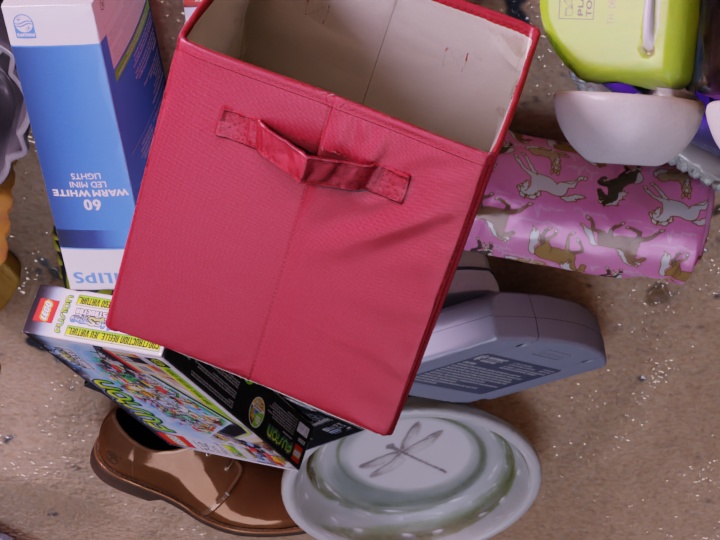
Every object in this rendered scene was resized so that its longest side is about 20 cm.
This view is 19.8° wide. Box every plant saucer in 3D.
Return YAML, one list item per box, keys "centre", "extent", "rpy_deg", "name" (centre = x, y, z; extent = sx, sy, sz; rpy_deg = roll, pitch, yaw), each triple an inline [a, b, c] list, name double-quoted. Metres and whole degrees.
- centre: [0.038, 0.147, 1.575]
  extent: [0.198, 0.051, 0.201]
  rpy_deg: [-2, 141, -1]
  name: "plant saucer"

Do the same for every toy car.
- centre: [0.203, -0.144, 1.140]
  extent: [0.198, 0.177, 0.150]
  rpy_deg: [5, -175, 27]
  name: "toy car"

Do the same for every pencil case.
- centre: [0.122, -0.046, 1.306]
  extent: [0.198, 0.087, 0.084]
  rpy_deg: [9, 107, 1]
  name: "pencil case"

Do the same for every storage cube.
- centre: [-0.019, -0.050, 1.115]
  extent: [0.170, 0.200, 0.181]
  rpy_deg: [20, 121, 3]
  name: "storage cube"

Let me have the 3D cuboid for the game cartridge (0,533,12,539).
- centre: [-0.393, 0.242, 1.783]
  extent: [0.199, 0.042, 0.133]
  rpy_deg: [28, 133, -22]
  name: "game cartridge"

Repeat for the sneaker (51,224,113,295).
- centre: [-0.179, -0.015, 1.427]
  extent: [0.084, 0.075, 0.200]
  rpy_deg: [28, 128, -13]
  name: "sneaker"

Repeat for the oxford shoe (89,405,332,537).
- centre: [-0.110, 0.154, 1.611]
  extent: [0.198, 0.072, 0.072]
  rpy_deg: [16, 136, -7]
  name: "oxford shoe"

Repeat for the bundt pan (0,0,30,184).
- centre: [-0.287, -0.139, 1.273]
  extent: [0.200, 0.076, 0.203]
  rpy_deg: [8, 137, 8]
  name: "bundt pan"

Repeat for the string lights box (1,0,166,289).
- centre: [-0.156, -0.098, 1.252]
  extent: [0.058, 0.103, 0.201]
  rpy_deg: [0, 126, 11]
  name: "string lights box"

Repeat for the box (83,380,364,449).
- centre: [-0.095, 0.078, 1.461]
  extent: [0.159, 0.044, 0.200]
  rpy_deg: [24, 161, -15]
  name: "box"

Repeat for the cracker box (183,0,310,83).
- centre: [-0.026, -0.099, 1.233]
  extent: [0.133, 0.058, 0.202]
  rpy_deg: [-1, 112, 13]
  name: "cracker box"

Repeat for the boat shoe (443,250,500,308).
- centre: [0.000, 0.000, 1.355]
  extent: [0.199, 0.066, 0.074]
  rpy_deg: [4, 147, -38]
  name: "boat shoe"

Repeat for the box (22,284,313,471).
- centre: [-0.121, 0.072, 1.344]
  extent: [0.109, 0.035, 0.200]
  rpy_deg: [8, 159, 29]
  name: "box"

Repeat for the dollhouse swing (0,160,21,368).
- centre: [-0.251, 0.029, 1.390]
  extent: [0.175, 0.201, 0.182]
  rpy_deg: [-27, 130, 21]
  name: "dollhouse swing"

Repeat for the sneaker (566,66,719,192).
- centre: [0.222, -0.103, 1.240]
  extent: [0.199, 0.100, 0.070]
  rpy_deg: [32, -179, 10]
  name: "sneaker"

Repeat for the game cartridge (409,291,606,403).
- centre: [0.088, 0.054, 1.407]
  extent: [0.132, 0.042, 0.200]
  rpy_deg: [-22, 163, 23]
  name: "game cartridge"
